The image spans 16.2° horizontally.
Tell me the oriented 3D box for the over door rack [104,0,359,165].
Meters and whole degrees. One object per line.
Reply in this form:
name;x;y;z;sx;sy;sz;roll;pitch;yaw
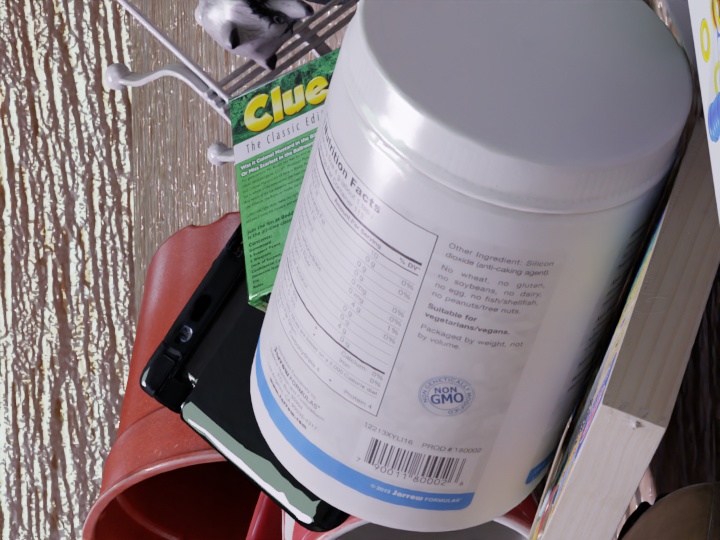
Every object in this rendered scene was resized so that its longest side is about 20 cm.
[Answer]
over door rack;-0.082;-0.160;1.245;0.200;0.148;0.067;49;143;2

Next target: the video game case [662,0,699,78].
video game case;0.098;-0.186;0.912;0.143;0.018;0.201;51;-152;-58

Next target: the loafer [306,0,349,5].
loafer;-0.015;-0.191;1.320;0.201;0.070;0.069;123;146;-70

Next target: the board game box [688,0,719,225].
board game box;0.149;-0.107;0.724;0.196;0.055;0.202;114;153;-67

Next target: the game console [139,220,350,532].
game console;0.000;0.000;1.166;0.201;0.116;0.176;-55;-2;4

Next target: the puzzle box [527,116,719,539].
puzzle box;0.096;0.053;0.951;0.201;0.025;0.134;105;-174;-55

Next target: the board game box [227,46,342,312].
board game box;0.031;-0.063;1.077;0.023;0.199;0.106;27;-132;-51

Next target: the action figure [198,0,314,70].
action figure;-0.016;-0.183;1.178;0.105;0.198;0.195;74;-145;-75

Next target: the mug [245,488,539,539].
mug;0.000;0.090;1.241;0.201;0.176;0.134;-97;-17;-45

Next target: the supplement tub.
supplement tub;0.038;-0.009;0.966;0.133;0.131;0.201;-102;23;-45

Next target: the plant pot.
plant pot;-0.061;0.084;1.528;0.201;0.199;0.196;104;170;-53

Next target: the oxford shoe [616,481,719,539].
oxford shoe;0.115;0.132;0.935;0.200;0.072;0.085;113;174;-65
